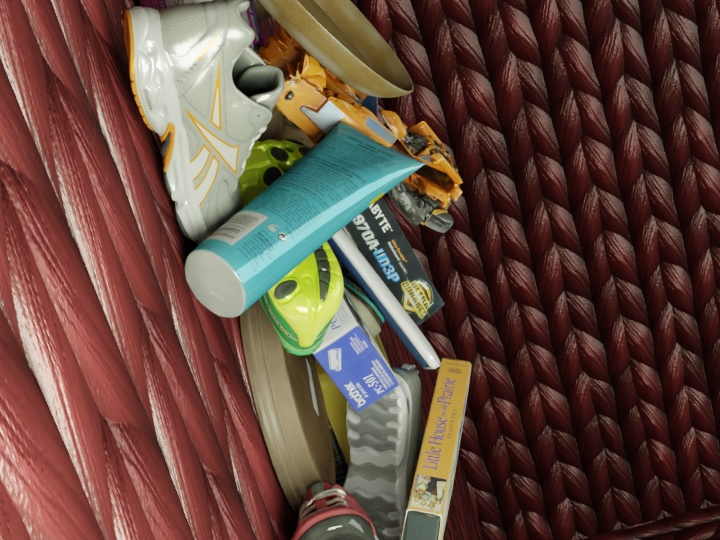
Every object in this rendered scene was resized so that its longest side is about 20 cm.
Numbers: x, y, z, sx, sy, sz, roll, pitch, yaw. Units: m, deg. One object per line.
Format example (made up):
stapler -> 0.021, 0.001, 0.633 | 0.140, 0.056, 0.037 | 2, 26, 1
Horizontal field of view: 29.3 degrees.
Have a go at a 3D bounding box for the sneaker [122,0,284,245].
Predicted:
sneaker -> -0.088, -0.092, 0.895 | 0.201, 0.091, 0.076 | 78, 0, -52

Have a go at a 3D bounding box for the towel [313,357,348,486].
towel -> -0.026, 0.128, 1.376 | 0.200, 0.034, 0.195 | -35, 107, -82

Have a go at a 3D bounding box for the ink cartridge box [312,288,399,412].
ink cartridge box -> -0.041, 0.009, 1.096 | 0.201, 0.044, 0.094 | 59, 1, 41

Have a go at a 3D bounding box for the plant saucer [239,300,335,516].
plant saucer -> -0.056, 0.098, 1.108 | 0.200, 0.029, 0.203 | -16, 90, -86

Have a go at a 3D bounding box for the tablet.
tablet -> 0.000, 0.000, 1.136 | 0.201, 0.014, 0.130 | 53, -3, 3

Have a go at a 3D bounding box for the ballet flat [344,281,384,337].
ballet flat -> -0.042, 0.023, 1.232 | 0.200, 0.069, 0.070 | -137, -152, -64

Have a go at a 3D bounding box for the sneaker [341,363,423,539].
sneaker -> 0.027, 0.175, 1.171 | 0.082, 0.074, 0.203 | -24, 128, -57

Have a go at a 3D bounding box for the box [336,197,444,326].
box -> -0.018, -0.045, 1.260 | 0.160, 0.046, 0.200 | 59, -12, -29

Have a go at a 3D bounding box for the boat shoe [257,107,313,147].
boat shoe -> -0.096, -0.126, 1.118 | 0.065, 0.072, 0.200 | 52, 12, 14

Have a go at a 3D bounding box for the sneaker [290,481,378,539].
sneaker -> -0.026, 0.193, 0.999 | 0.201, 0.073, 0.088 | 82, -11, -67

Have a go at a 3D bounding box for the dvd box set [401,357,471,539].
dvd box set -> 0.057, 0.186, 1.103 | 0.201, 0.029, 0.148 | -70, 168, -58

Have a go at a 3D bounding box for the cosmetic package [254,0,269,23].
cosmetic package -> -0.057, -0.316, 1.202 | 0.103, 0.199, 0.088 | 38, 28, -38

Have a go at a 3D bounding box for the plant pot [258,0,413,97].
plant pot -> -0.037, -0.202, 1.060 | 0.200, 0.027, 0.200 | 43, 16, -15

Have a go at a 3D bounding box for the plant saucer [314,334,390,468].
plant saucer -> 0.011, 0.135, 1.319 | 0.201, 0.048, 0.202 | -91, 163, -66

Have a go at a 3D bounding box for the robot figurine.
robot figurine -> 0.006, -0.111, 1.103 | 0.199, 0.058, 0.146 | 35, 18, -28

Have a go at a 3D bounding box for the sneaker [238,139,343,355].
sneaker -> -0.059, -0.022, 1.008 | 0.202, 0.073, 0.084 | -101, -163, -44

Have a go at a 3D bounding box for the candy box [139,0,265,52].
candy box -> -0.128, -0.228, 1.052 | 0.200, 0.060, 0.138 | -74, 149, -81

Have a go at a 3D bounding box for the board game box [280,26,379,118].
board game box -> -0.015, -0.187, 1.273 | 0.202, 0.038, 0.158 | 70, -26, 15

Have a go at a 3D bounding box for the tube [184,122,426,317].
tube -> -0.039, -0.043, 0.940 | 0.200, 0.077, 0.051 | -43, 155, -40
